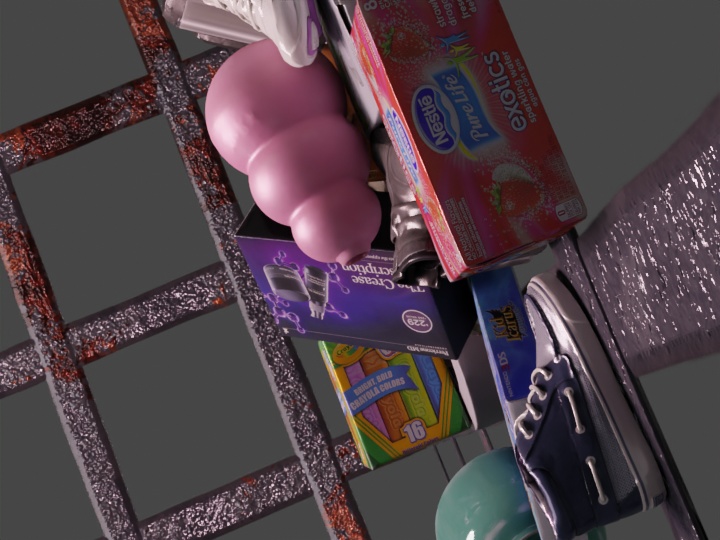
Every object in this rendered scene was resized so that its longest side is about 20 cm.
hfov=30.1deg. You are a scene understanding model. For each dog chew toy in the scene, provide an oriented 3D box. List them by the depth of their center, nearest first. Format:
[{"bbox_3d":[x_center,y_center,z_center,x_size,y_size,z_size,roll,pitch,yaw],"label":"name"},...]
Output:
[{"bbox_3d":[-0.049,-0.095,1.134,0.202,0.123,0.125,62,174,15],"label":"dog chew toy"}]

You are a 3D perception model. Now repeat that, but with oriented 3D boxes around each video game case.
[{"bbox_3d":[0.146,0.111,1.193,0.201,0.045,0.183,-100,-8,-54],"label":"video game case"}]

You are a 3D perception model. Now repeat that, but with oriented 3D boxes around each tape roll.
[{"bbox_3d":[0.116,0.071,1.466,0.200,0.065,0.202,157,90,-86],"label":"tape roll"}]

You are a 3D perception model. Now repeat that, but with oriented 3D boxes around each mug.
[{"bbox_3d":[0.173,0.260,1.282,0.114,0.182,0.154,-132,45,-71],"label":"mug"}]

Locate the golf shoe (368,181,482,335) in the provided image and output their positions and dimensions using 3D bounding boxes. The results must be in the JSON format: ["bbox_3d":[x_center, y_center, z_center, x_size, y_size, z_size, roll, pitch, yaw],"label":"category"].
[{"bbox_3d":[0.076,-0.028,1.338,0.201,0.092,0.073,53,-172,5],"label":"golf shoe"}]

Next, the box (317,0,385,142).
[{"bbox_3d":[0.012,-0.225,1.085,0.176,0.096,0.202,116,132,-84],"label":"box"}]

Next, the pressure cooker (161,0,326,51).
[{"bbox_3d":[-0.080,-0.297,1.277,0.179,0.197,0.178,159,120,-76],"label":"pressure cooker"}]

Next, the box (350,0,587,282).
[{"bbox_3d":[0.071,-0.104,0.936,0.100,0.094,0.202,116,132,-83],"label":"box"}]

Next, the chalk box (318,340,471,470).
[{"bbox_3d":[0.026,0.106,1.502,0.125,0.123,0.202,106,141,-83],"label":"chalk box"}]

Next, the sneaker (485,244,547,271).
[{"bbox_3d":[0.106,-0.044,1.094,0.200,0.074,0.083,148,111,-77],"label":"sneaker"}]

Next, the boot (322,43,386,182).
[{"bbox_3d":[-0.039,-0.146,1.286,0.200,0.154,0.077,45,137,25],"label":"boot"}]

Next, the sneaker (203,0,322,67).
[{"bbox_3d":[-0.091,-0.228,1.097,0.075,0.099,0.201,76,172,-51],"label":"sneaker"}]

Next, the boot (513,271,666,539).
[{"bbox_3d":[0.148,0.101,1.020,0.073,0.089,0.202,76,171,-63],"label":"boot"}]

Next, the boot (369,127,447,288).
[{"bbox_3d":[0.040,-0.050,1.077,0.200,0.069,0.134,89,-178,-85],"label":"boot"}]

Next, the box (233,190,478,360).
[{"bbox_3d":[0.000,0.000,1.259,0.079,0.198,0.142,-61,-38,-34],"label":"box"}]
